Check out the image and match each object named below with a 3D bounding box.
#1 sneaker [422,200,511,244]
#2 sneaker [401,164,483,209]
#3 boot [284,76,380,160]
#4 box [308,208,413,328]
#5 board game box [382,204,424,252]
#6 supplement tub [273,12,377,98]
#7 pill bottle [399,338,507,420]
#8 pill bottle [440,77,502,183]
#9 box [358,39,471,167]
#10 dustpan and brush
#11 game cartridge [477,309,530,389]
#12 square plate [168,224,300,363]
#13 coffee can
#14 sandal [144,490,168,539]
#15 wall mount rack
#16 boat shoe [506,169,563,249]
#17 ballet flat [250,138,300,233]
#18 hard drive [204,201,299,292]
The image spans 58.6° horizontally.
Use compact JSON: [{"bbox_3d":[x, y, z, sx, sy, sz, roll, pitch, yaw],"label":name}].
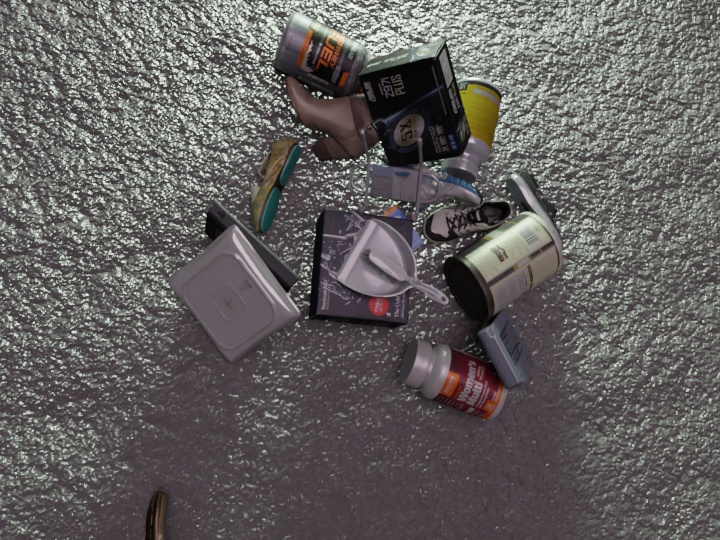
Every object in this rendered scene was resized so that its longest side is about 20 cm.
[{"bbox_3d":[0.224,-0.112,1.343,0.196,0.088,0.077,-17,87,-14],"label":"sneaker"},{"bbox_3d":[0.156,-0.160,1.332,0.196,0.075,0.088,22,88,18],"label":"sneaker"},{"bbox_3d":[-0.048,-0.317,1.281,0.143,0.071,0.203,-20,115,17],"label":"boot"},{"bbox_3d":[0.000,0.000,1.241,0.177,0.104,0.205,6,80,-11],"label":"box"},{"bbox_3d":[0.030,-0.034,1.318,0.199,0.019,0.104,-41,93,-16],"label":"board game box"},{"bbox_3d":[-0.069,-0.426,1.305,0.196,0.122,0.125,22,76,-9],"label":"supplement tub"},{"bbox_3d":[0.183,0.212,1.267,0.196,0.109,0.112,22,76,-9],"label":"pill bottle"},{"bbox_3d":[0.229,-0.293,1.360,0.110,0.112,0.205,17,77,-10],"label":"pill bottle"},{"bbox_3d":[0.109,-0.319,1.245,0.087,0.160,0.203,-61,138,-45],"label":"box"},{"bbox_3d":[0.072,0.008,1.172,0.198,0.057,0.141,33,75,-8],"label":"dustpan and brush"},{"bbox_3d":[0.290,0.157,1.272,0.041,0.199,0.136,-25,89,21],"label":"game cartridge"},{"bbox_3d":[-0.235,0.052,1.161,0.196,0.028,0.202,-33,98,27],"label":"square plate"},{"bbox_3d":[0.291,-0.008,1.310,0.197,0.146,0.148,-30,88,-16],"label":"coffee can"},{"bbox_3d":[-0.350,0.492,1.118,0.053,0.080,0.205,14,73,-32],"label":"sandal"},{"bbox_3d":[0.062,-0.191,1.269,0.195,0.075,0.178,10,118,13],"label":"wall mount rack"},{"bbox_3d":[0.394,-0.131,1.401,0.065,0.070,0.202,-29,81,-14],"label":"boat shoe"},{"bbox_3d":[-0.181,-0.171,1.272,0.069,0.071,0.204,23,77,-9],"label":"ballet flat"},{"bbox_3d":[-0.205,-0.030,1.197,0.200,0.139,0.033,43,70,-3],"label":"hard drive"}]
